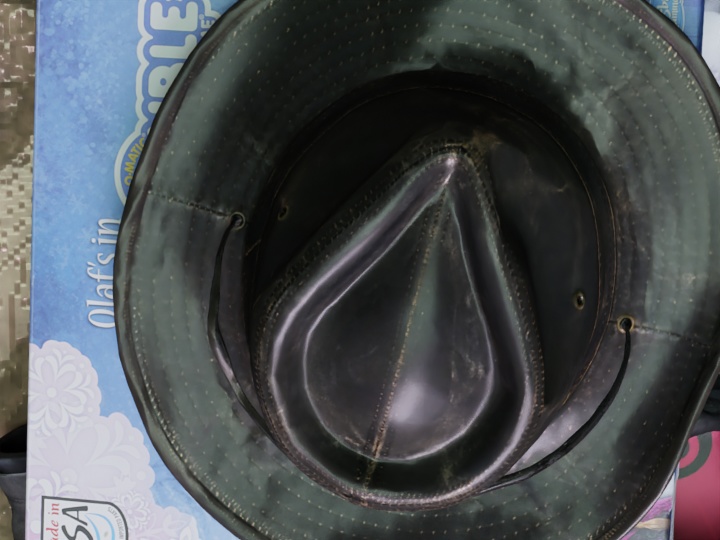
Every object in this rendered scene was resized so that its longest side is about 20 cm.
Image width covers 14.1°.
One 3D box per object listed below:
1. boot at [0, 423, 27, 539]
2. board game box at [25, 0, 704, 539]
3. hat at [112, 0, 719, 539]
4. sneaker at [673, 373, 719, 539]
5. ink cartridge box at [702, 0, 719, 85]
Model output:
[{"bbox_3d":[-0.019,0.104,0.952,0.199,0.070,0.132,-3,104,-6],"label":"boot"},{"bbox_3d":[0.000,0.000,0.881,0.198,0.043,0.201,3,100,8],"label":"board game box"},{"bbox_3d":[0.015,0.004,0.815,0.200,0.081,0.201,1,99,8],"label":"hat"},{"bbox_3d":[0.129,0.113,0.950,0.077,0.084,0.200,-31,107,8],"label":"sneaker"},{"bbox_3d":[0.130,-0.127,0.892,0.197,0.043,0.201,5,108,-3],"label":"ink cartridge box"}]
